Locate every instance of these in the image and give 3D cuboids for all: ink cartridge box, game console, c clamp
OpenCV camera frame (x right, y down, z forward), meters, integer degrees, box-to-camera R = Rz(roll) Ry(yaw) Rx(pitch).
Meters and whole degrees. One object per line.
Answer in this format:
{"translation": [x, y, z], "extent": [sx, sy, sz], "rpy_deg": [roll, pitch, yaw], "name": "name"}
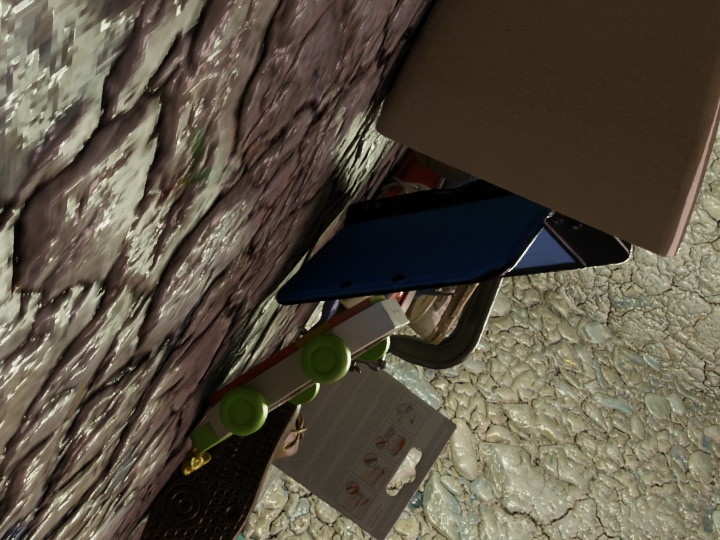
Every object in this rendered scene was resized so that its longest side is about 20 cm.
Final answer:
{"translation": [-0.013, 0.186, 1.124], "extent": [0.161, 0.199, 0.047], "rpy_deg": [-54, 175, -11], "name": "ink cartridge box"}
{"translation": [0.070, 0.002, 0.709], "extent": [0.198, 0.170, 0.120], "rpy_deg": [-7, -122, 40], "name": "game console"}
{"translation": [0.069, 0.031, 1.095], "extent": [0.201, 0.169, 0.027], "rpy_deg": [-60, 143, -19], "name": "c clamp"}

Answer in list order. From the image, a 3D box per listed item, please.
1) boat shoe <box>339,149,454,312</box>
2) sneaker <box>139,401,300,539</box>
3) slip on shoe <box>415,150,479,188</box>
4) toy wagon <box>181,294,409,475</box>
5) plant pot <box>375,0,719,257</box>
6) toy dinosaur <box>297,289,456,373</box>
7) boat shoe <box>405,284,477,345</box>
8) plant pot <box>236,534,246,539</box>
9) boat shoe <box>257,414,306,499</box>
{"translation": [0.037, -0.047, 0.900], "extent": [0.062, 0.071, 0.202], "rpy_deg": [36, 73, -44], "name": "boat shoe"}
{"translation": [-0.112, 0.176, 0.825], "extent": [0.201, 0.070, 0.076], "rpy_deg": [-54, 176, -22], "name": "sneaker"}
{"translation": [0.082, -0.138, 0.797], "extent": [0.201, 0.060, 0.077], "rpy_deg": [-78, -179, -46], "name": "slip on shoe"}
{"translation": [-0.056, 0.084, 0.719], "extent": [0.199, 0.040, 0.155], "rpy_deg": [-32, 174, 11], "name": "toy wagon"}
{"translation": [0.151, -0.159, 0.624], "extent": [0.200, 0.198, 0.179], "rpy_deg": [-48, 160, -58], "name": "plant pot"}
{"translation": [0.000, 0.000, 1.001], "extent": [0.199, 0.105, 0.183], "rpy_deg": [-2, -123, 53], "name": "toy dinosaur"}
{"translation": [0.116, -0.014, 1.049], "extent": [0.201, 0.063, 0.073], "rpy_deg": [-50, -165, -2], "name": "boat shoe"}
{"translation": [-0.173, 0.429, 1.211], "extent": [0.201, 0.187, 0.200], "rpy_deg": [-56, 176, -6], "name": "plant pot"}
{"translation": [-0.089, 0.158, 0.968], "extent": [0.201, 0.066, 0.074], "rpy_deg": [-59, 175, 27], "name": "boat shoe"}
